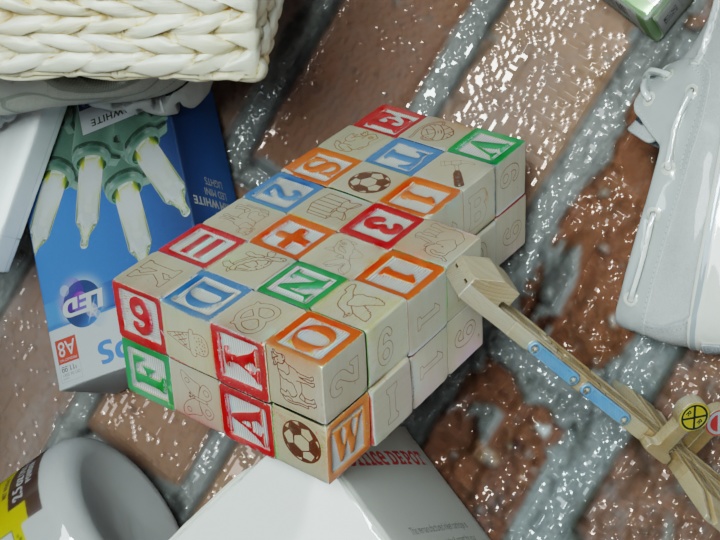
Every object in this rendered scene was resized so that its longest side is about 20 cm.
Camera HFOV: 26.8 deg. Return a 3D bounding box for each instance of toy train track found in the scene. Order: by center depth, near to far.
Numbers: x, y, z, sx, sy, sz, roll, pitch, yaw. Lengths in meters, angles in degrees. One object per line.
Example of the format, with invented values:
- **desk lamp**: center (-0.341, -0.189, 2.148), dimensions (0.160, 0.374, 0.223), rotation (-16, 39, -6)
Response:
- **toy train track**: center (0.118, 0.050, 0.657), dimensions (0.033, 0.199, 0.115), rotation (-47, 25, 12)

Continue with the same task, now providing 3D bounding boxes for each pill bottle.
- **pill bottle**: center (-0.193, 0.182, 0.787), dimensions (0.199, 0.109, 0.110), rotation (-36, 72, 13)

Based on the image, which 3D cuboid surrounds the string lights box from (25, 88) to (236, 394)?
- **string lights box**: center (-0.125, -0.044, 0.815), dimensions (0.102, 0.059, 0.202), rotation (-19, 76, 21)

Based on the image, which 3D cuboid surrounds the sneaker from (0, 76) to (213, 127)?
- **sneaker**: center (-0.171, -0.105, 0.740), dimensions (0.197, 0.081, 0.076), rotation (-8, 93, 3)

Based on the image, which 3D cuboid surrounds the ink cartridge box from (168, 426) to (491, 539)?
- **ink cartridge box**: center (0.006, 0.191, 0.689), dimensions (0.144, 0.147, 0.201), rotation (-42, 71, 11)

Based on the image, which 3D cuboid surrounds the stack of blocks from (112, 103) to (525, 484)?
- **stack of blocks**: center (0.000, 0.000, 0.683), dimensions (0.114, 0.200, 0.059), rotation (19, 129, 31)

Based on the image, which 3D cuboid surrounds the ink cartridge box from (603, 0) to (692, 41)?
- **ink cartridge box**: center (0.153, -0.237, 0.739), dimensions (0.145, 0.048, 0.201), rotation (42, 98, 20)

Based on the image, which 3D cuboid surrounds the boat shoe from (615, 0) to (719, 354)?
- **boat shoe**: center (0.159, -0.065, 0.710), dimensions (0.068, 0.072, 0.203), rotation (9, 95, 21)

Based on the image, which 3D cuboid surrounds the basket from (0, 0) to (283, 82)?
- **basket**: center (-0.127, -0.191, 0.657), dimensions (0.197, 0.199, 0.162), rotation (1, 123, 4)

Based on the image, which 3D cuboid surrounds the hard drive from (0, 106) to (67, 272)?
- **hard drive**: center (-0.210, -0.116, 0.815), dimensions (0.131, 0.027, 0.202), rotation (21, 92, 24)
